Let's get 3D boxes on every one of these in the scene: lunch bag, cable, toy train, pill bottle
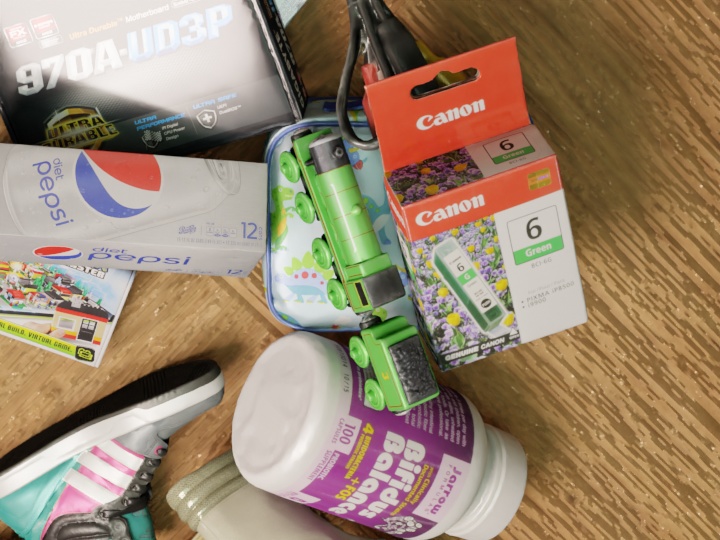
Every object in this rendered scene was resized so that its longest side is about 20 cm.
[{"bbox_3d":[0.030,-0.043,1.385,0.198,0.083,0.162,-2,108,-2],"label":"lunch bag"},{"bbox_3d":[0.007,-0.157,1.313,0.096,0.050,0.201,-25,86,-6],"label":"cable"},{"bbox_3d":[0.000,0.000,1.310,0.041,0.056,0.202,-22,95,-26],"label":"toy train"},{"bbox_3d":[0.018,0.125,1.404,0.199,0.112,0.113,23,106,-31],"label":"pill bottle"}]

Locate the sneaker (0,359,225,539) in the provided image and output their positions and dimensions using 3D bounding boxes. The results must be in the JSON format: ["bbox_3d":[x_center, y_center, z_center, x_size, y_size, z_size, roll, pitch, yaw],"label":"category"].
[{"bbox_3d":[-0.163,0.155,1.434,0.199,0.084,0.121,-27,102,13],"label":"sneaker"}]

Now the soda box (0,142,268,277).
[{"bbox_3d":[-0.163,-0.039,1.320,0.198,0.068,0.064,4,74,-13],"label":"soda box"}]

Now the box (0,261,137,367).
[{"bbox_3d":[-0.257,-0.012,1.382,0.198,0.035,0.111,20,130,-9],"label":"box"}]

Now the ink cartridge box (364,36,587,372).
[{"bbox_3d":[0.076,-0.040,1.296,0.108,0.050,0.201,-19,124,-6],"label":"ink cartridge box"}]

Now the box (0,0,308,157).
[{"bbox_3d":[-0.152,-0.151,1.335,0.198,0.046,0.160,-14,114,13],"label":"box"}]

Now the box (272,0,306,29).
[{"bbox_3d":[-0.046,-0.278,1.329,0.136,0.039,0.200,37,102,-14],"label":"box"}]

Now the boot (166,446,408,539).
[{"bbox_3d":[-0.038,0.188,1.437,0.155,0.199,0.072,45,115,20],"label":"boot"}]

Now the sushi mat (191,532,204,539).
[{"bbox_3d":[-0.109,0.248,1.469,0.096,0.012,0.200,45,78,-13],"label":"sushi mat"}]
